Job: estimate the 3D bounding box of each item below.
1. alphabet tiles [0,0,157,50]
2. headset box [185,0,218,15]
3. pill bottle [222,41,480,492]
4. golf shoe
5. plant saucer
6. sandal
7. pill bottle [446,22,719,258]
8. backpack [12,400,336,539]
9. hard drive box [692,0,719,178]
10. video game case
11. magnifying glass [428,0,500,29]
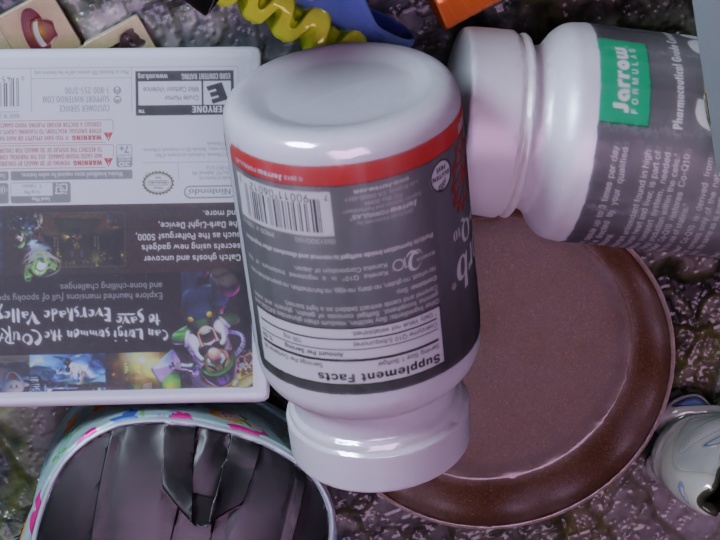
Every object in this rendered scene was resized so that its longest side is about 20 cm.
[{"bbox_3d":[-0.181,-0.048,1.149,0.199,0.006,0.167,-27,112,7],"label":"alphabet tiles"},{"bbox_3d":[-0.107,-0.240,0.986,0.200,0.075,0.149,38,91,10],"label":"headset box"},{"bbox_3d":[0.000,0.000,1.062,0.115,0.116,0.201,-8,120,-2],"label":"pill bottle"},{"bbox_3d":[0.263,0.113,1.210,0.198,0.097,0.079,-5,112,-5],"label":"golf shoe"},{"bbox_3d":[0.075,0.049,1.200,0.198,0.032,0.202,-2,114,-4],"label":"plant saucer"},{"bbox_3d":[-0.046,-0.168,1.076,0.199,0.080,0.087,26,105,-24],"label":"sandal"},{"bbox_3d":[0.144,-0.067,1.111,0.198,0.113,0.114,5,113,-8],"label":"pill bottle"},{"bbox_3d":[-0.101,0.159,1.165,0.176,0.151,0.202,11,108,-7],"label":"backpack"},{"bbox_3d":[0.269,-0.125,1.056,0.198,0.157,0.077,2,158,-14],"label":"hard drive box"},{"bbox_3d":[-0.147,-0.022,1.107,0.198,0.023,0.184,-1,87,-5],"label":"video game case"},{"bbox_3d":[0.124,-0.180,1.095,0.199,0.022,0.080,-30,117,-5],"label":"magnifying glass"}]
